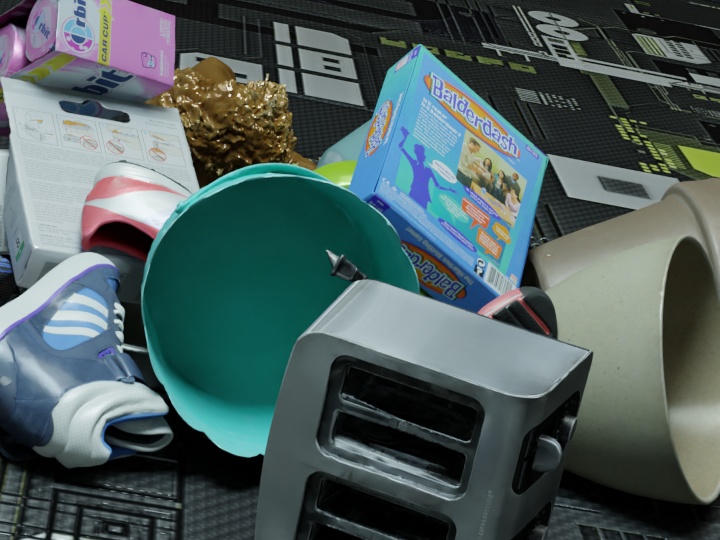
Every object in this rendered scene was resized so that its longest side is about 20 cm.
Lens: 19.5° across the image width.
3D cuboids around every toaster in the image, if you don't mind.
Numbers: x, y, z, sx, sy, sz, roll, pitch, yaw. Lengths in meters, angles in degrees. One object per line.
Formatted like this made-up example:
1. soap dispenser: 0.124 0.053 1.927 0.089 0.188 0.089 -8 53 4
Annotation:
1. toaster: 0.033 0.113 1.348 0.200 0.181 0.119 19 22 14

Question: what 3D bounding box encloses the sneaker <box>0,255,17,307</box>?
1. sneaker: -0.295 0.046 1.518 0.078 0.075 0.200 25 29 7

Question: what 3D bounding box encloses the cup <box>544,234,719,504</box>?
1. cup: 0.187 0.078 1.579 0.143 0.201 0.200 -5 11 25

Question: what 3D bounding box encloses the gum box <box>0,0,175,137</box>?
1. gum box: -0.257 -0.167 1.748 0.113 0.066 0.200 14 -23 -38

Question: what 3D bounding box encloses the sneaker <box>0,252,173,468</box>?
1. sneaker: -0.184 0.073 1.470 0.146 0.081 0.200 37 27 7

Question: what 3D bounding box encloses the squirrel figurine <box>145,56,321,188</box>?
1. squirrel figurine: -0.107 -0.102 1.915 0.187 0.142 0.200 37 -8 12

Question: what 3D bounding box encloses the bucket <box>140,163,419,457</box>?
1. bucket: -0.061 0.023 1.480 0.207 0.208 0.135 9 8 -12

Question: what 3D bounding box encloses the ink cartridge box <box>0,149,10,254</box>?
1. ink cartridge box: -0.286 -0.057 1.716 0.200 0.084 0.146 -1 4 -35

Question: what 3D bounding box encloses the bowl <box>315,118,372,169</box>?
1. bowl: 0.023 -0.043 1.815 0.105 0.201 0.201 -16 29 -19

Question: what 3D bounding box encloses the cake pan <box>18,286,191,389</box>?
1. cake pan: -0.170 0.040 1.642 0.200 0.037 0.200 11 19 -4

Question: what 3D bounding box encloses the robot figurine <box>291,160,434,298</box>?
1. robot figurine: 0.000 0.000 1.662 0.175 0.116 0.200 4 58 -30

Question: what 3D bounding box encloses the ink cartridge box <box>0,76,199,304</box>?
1. ink cartridge box: -0.203 -0.060 1.647 0.161 0.050 0.200 9 39 -28

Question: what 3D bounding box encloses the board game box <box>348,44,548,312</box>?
1. board game box: 0.070 -0.066 1.657 0.152 0.045 0.200 40 38 -18

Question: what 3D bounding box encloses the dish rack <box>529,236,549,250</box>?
1. dish rack: 0.147 -0.009 1.892 0.153 0.055 0.200 31 12 -22

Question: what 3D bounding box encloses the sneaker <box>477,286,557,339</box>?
1. sneaker: 0.056 0.080 1.499 0.200 0.074 0.087 -46 33 -17

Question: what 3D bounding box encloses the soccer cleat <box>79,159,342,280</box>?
1. soccer cleat: -0.112 -0.018 1.564 0.200 0.068 0.073 19 52 -1

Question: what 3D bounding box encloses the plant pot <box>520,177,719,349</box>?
1. plant pot: 0.227 0.032 1.731 0.174 0.201 0.200 -7 22 -8
